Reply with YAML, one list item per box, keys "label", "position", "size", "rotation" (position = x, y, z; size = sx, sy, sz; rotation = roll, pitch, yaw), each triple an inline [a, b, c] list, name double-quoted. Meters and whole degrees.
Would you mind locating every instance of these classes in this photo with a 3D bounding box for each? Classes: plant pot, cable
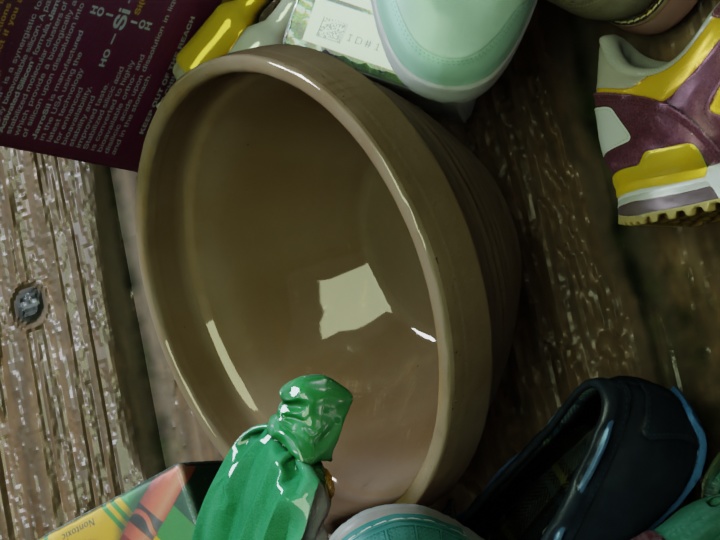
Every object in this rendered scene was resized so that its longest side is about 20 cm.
- label: "plant pot"
  position: [0.000, 0.000, 0.865]
  size: [0.200, 0.092, 0.202]
  rotation: [24, 124, 42]
- label: "cable"
  position: [-0.013, -0.137, 0.927]
  size: [0.097, 0.050, 0.201]
  rotation: [28, 99, 24]

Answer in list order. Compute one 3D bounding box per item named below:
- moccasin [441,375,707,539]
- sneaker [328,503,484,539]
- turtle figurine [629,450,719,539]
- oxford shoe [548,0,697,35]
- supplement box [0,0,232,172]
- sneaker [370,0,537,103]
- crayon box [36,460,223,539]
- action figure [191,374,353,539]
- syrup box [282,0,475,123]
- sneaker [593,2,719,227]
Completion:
- label: "moccasin"
  position: [0.052, 0.114, 0.851]
  size: [0.200, 0.068, 0.081]
  rotation: [-54, 40, 13]
- label: "sneaker"
  position: [0.051, 0.177, 0.790]
  size: [0.071, 0.080, 0.201]
  rotation: [-29, 117, 5]
- label: "turtle figurine"
  position: [0.168, 0.097, 0.786]
  size: [0.200, 0.101, 0.150]
  rotation: [-39, 109, 15]
- label: "oxford shoe"
  position: [0.125, -0.191, 0.823]
  size: [0.071, 0.074, 0.201]
  rotation: [31, 111, 44]
- label: "supplement box"
  position: [-0.167, -0.122, 0.925]
  size: [0.131, 0.200, 0.104]
  rotation: [30, 100, 26]
- label: "sneaker"
  position: [0.041, -0.164, 0.768]
  size: [0.073, 0.118, 0.202]
  rotation: [10, 92, 3]
- label: "crayon box"
  position: [-0.083, 0.202, 0.937]
  size: [0.127, 0.051, 0.201]
  rotation: [-29, 73, 23]
- label: "action figure"
  position: [-0.041, 0.134, 0.836]
  size: [0.118, 0.054, 0.201]
  rotation: [46, 125, 58]
- label: "syrup box"
  position: [0.039, -0.171, 0.868]
  size: [0.078, 0.081, 0.201]
  rotation: [19, 91, 6]
- label: "sneaker"
  position: [0.181, -0.077, 0.803]
  size: [0.199, 0.075, 0.091]
  rotation: [-14, 85, 26]
